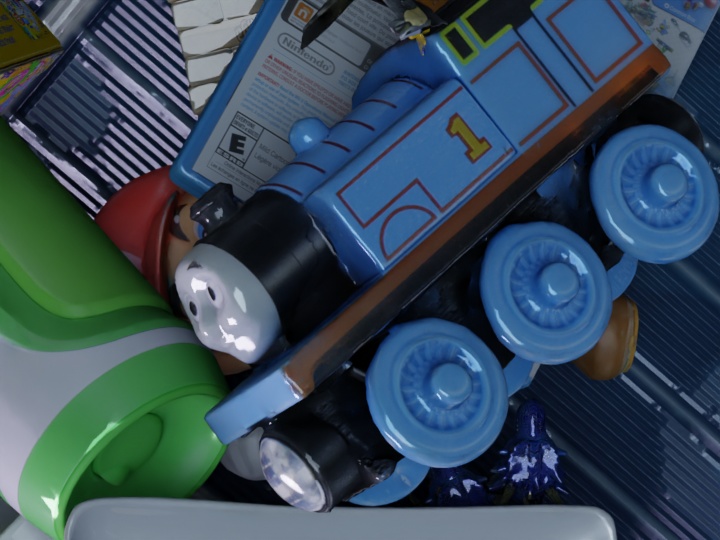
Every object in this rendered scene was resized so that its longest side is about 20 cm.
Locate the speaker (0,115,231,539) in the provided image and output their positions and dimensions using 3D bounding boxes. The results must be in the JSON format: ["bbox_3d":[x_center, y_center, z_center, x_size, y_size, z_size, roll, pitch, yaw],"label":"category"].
[{"bbox_3d":[-0.128,-0.001,0.879,0.089,0.088,0.200,-47,63,8],"label":"speaker"}]

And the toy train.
[{"bbox_3d":[0.026,-0.012,0.834,0.200,0.087,0.114,-41,91,-27],"label":"toy train"}]

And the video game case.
[{"bbox_3d":[0.041,-0.080,0.909,0.143,0.018,0.201,31,73,-10],"label":"video game case"}]

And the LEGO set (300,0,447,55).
[{"bbox_3d":[0.008,-0.163,0.834,0.153,0.116,0.200,33,55,17],"label":"LEGO set"}]

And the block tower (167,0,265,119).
[{"bbox_3d":[-0.054,-0.152,0.924,0.057,0.054,0.201,-13,101,2],"label":"block tower"}]

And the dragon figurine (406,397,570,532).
[{"bbox_3d":[0.049,0.137,0.955,0.058,0.099,0.201,-3,105,0],"label":"dragon figurine"}]

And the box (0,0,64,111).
[{"bbox_3d":[-0.237,-0.066,0.790,0.200,0.122,0.193,-42,89,17],"label":"box"}]

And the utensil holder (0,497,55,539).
[{"bbox_3d":[-0.087,0.182,0.930,0.170,0.170,0.200,-40,97,6],"label":"utensil holder"}]

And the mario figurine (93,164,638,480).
[{"bbox_3d":[0.000,0.000,0.921,0.199,0.124,0.106,-2,139,-7],"label":"mario figurine"}]

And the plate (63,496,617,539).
[{"bbox_3d":[-0.006,0.176,0.850,0.198,0.032,0.201,3,81,-25],"label":"plate"}]
